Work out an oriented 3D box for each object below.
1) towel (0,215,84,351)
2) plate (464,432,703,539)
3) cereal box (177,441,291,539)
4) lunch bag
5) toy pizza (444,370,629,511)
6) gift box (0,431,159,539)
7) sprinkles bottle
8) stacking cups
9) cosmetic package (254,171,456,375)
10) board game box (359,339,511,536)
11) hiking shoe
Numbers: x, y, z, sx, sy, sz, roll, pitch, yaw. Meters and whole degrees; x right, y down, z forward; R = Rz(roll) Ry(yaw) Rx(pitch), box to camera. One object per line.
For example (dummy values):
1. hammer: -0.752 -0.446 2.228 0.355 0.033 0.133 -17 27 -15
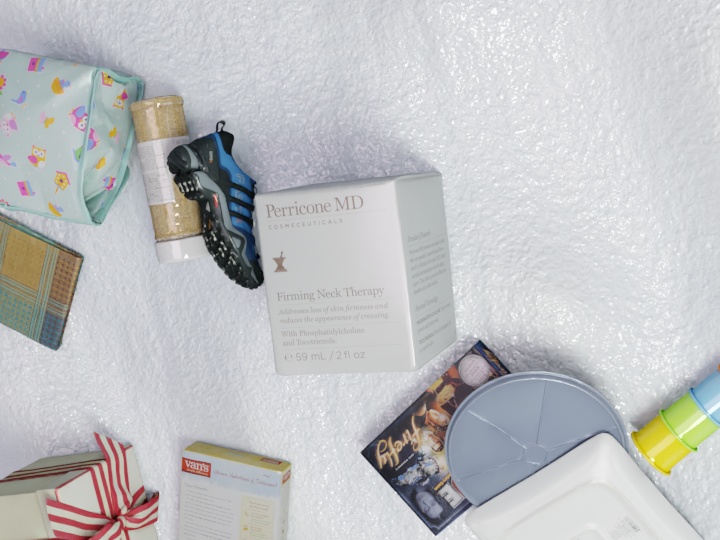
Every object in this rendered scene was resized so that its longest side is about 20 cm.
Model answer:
1. towel: -0.475 0.006 1.414 0.200 0.022 0.147 24 108 14
2. plate: 0.250 0.301 1.146 0.200 0.032 0.200 -37 103 21
3. cereal box: -0.165 0.332 1.339 0.144 0.040 0.201 9 102 19
4. lunch bag: -0.378 -0.162 1.294 0.170 0.122 0.201 13 98 18
5. toy pizza: 0.193 0.195 1.143 0.200 0.032 0.201 3 114 7
6. gift box: -0.382 0.323 1.345 0.186 0.185 0.201 -10 102 24
7. sprinkles bottle: -0.233 -0.111 1.274 0.068 0.068 0.201 -8 96 22
8. stacking cups: 0.376 0.129 1.092 0.061 0.060 0.200 45 107 8
9. cosmetic package: 0.000 0.000 1.151 0.167 0.166 0.201 -5 96 22
10. board game box: 0.114 0.197 1.212 0.136 0.035 0.200 46 111 7
11. hiking shoe: -0.150 -0.072 1.245 0.074 0.087 0.200 11 130 53
